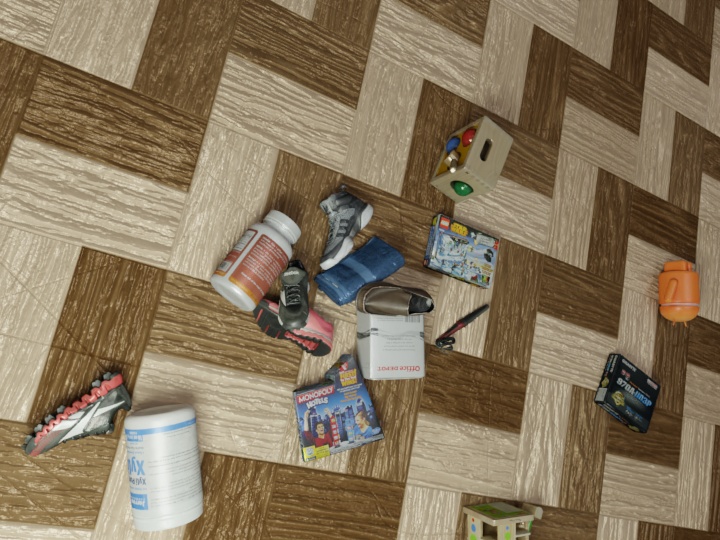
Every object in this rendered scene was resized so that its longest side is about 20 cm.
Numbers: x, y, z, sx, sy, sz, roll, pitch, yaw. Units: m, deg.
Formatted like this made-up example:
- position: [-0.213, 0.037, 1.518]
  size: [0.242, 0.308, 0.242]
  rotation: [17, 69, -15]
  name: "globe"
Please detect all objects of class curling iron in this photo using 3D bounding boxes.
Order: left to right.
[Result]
- position: [0.265, 0.146, 1.478]
  size: [0.199, 0.026, 0.049]
  rotation: [-36, 63, -29]
  name: "curling iron"

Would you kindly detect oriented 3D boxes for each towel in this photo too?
- position: [0.000, 0.000, 1.318]
  size: [0.199, 0.111, 0.049]
  rotation: [-32, 134, -26]
  name: "towel"

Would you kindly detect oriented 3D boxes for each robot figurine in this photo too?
- position: [0.999, 0.072, 1.810]
  size: [0.115, 0.144, 0.203]
  rotation: [0, 82, 12]
  name: "robot figurine"

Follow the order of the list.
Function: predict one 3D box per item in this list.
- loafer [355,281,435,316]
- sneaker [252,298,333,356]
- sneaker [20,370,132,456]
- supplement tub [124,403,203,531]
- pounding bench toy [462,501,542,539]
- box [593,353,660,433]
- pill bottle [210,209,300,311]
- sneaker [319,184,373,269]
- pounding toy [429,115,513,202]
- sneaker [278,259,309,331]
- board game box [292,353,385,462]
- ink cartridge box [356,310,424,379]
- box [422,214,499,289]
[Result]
- position: [0.083, 0.065, 1.271]
  size: [0.197, 0.071, 0.074]
  rotation: [-1, 99, -27]
  name: "loafer"
- position: [-0.146, 0.112, 1.267]
  size: [0.199, 0.074, 0.087]
  rotation: [31, 40, -13]
  name: "sneaker"
- position: [-0.507, 0.278, 1.051]
  size: [0.200, 0.071, 0.099]
  rotation: [-38, 99, -26]
  name: "sneaker"
- position: [-0.367, 0.362, 1.079]
  size: [0.130, 0.132, 0.203]
  rotation: [-4, 85, -27]
  name: "supplement tub"
- position: [0.367, 0.668, 1.417]
  size: [0.197, 0.124, 0.159]
  rotation: [4, 82, -26]
  name: "pounding bench toy"
- position: [0.794, 0.366, 1.710]
  size: [0.199, 0.046, 0.160]
  rotation: [36, 70, -18]
  name: "box"
- position: [-0.214, -0.024, 1.211]
  size: [0.112, 0.112, 0.201]
  rotation: [41, 69, -17]
  name: "pill bottle"
- position: [-0.060, -0.104, 1.322]
  size: [0.114, 0.075, 0.201]
  rotation: [42, 62, -16]
  name: "sneaker"
- position: [0.262, -0.271, 1.438]
  size: [0.141, 0.184, 0.202]
  rotation: [31, 72, -20]
  name: "pounding toy"
- position: [-0.140, 0.043, 1.195]
  size: [0.065, 0.201, 0.092]
  rotation: [-4, 120, 0]
  name: "sneaker"
- position: [-0.057, 0.296, 1.282]
  size: [0.197, 0.061, 0.203]
  rotation: [-8, 87, -27]
  name: "board game box"
- position: [0.070, 0.148, 1.349]
  size: [0.144, 0.086, 0.203]
  rotation: [3, 84, -26]
  name: "ink cartridge box"
- position: [0.263, -0.047, 1.494]
  size: [0.198, 0.040, 0.139]
  rotation: [20, 77, -23]
  name: "box"
